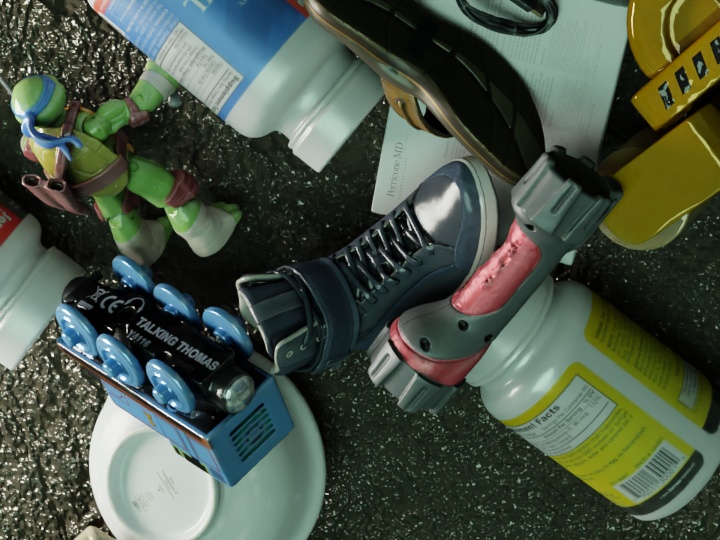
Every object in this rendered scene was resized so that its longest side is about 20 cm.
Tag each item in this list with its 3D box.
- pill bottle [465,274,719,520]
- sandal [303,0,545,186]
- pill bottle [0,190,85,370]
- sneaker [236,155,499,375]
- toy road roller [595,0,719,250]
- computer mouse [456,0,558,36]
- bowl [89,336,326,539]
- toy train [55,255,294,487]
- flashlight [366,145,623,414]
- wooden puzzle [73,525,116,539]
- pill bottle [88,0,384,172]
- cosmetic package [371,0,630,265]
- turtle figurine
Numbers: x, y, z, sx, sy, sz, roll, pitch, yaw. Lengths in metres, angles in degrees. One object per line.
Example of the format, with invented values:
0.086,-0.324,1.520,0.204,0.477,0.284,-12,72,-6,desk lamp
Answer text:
0.158,0.080,1.381,0.200,0.115,0.114,36,121,-15,pill bottle
0.039,-0.126,1.283,0.200,0.082,0.055,35,138,-5,sandal
-0.315,-0.022,1.472,0.200,0.114,0.114,37,121,-6,pill bottle
0.000,0.002,1.322,0.077,0.146,0.203,63,143,25,sneaker
0.216,-0.124,1.269,0.200,0.123,0.146,-41,87,29,toy road roller
0.047,-0.220,1.257,0.200,0.034,0.059,40,104,-13,computer mouse
-0.134,0.156,1.497,0.200,0.090,0.202,3,99,21,bowl
-0.141,0.069,1.401,0.200,0.087,0.115,26,148,39,toy train
0.082,0.005,1.266,0.068,0.068,0.200,42,119,11,flashlight
-0.173,0.287,1.559,0.185,0.037,0.200,33,148,-11,wooden puzzle
-0.078,-0.163,1.322,0.200,0.112,0.112,39,121,-3,pill bottle
0.098,-0.117,1.341,0.150,0.052,0.201,15,121,6,cosmetic package
-0.174,-0.106,1.412,0.144,0.200,0.194,-33,128,5,turtle figurine
